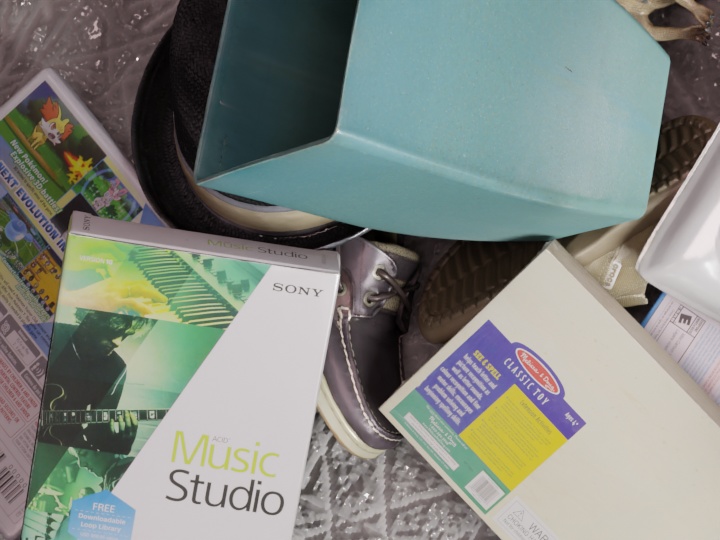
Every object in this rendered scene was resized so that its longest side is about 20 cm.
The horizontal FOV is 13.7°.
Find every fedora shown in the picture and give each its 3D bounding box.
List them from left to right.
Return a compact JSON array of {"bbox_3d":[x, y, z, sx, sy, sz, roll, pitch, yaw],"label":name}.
[{"bbox_3d":[-0.047,-0.106,1.602,0.200,0.092,0.201,-9,54,12],"label":"fedora"}]

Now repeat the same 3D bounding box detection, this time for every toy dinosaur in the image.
[{"bbox_3d":[0.123,-0.156,1.595,0.058,0.200,0.101,-58,38,20],"label":"toy dinosaur"}]

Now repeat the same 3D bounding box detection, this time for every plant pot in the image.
[{"bbox_3d":[0.046,-0.090,1.503,0.200,0.141,0.142,19,73,-29],"label":"plant pot"}]

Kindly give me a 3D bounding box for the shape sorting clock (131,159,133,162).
[{"bbox_3d":[-0.118,0.033,1.662,0.199,0.039,0.201,-2,78,10],"label":"shape sorting clock"}]

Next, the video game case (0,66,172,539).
[{"bbox_3d":[-0.179,0.018,1.651,0.182,0.022,0.200,-42,69,4],"label":"video game case"}]

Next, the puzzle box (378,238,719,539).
[{"bbox_3d":[0.123,0.098,1.560,0.200,0.025,0.133,47,113,1],"label":"puzzle box"}]

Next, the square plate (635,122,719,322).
[{"bbox_3d":[0.274,-0.034,1.538,0.200,0.028,0.198,30,93,-7],"label":"square plate"}]

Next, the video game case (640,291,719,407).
[{"bbox_3d":[0.207,0.119,1.586,0.200,0.018,0.143,35,93,16],"label":"video game case"}]

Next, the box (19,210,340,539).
[{"bbox_3d":[-0.097,0.076,1.576,0.144,0.036,0.201,8,108,-6],"label":"box"}]

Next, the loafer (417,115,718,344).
[{"bbox_3d":[0.121,-0.006,1.601,0.200,0.067,0.076,-29,33,23],"label":"loafer"}]

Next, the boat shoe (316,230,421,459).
[{"bbox_3d":[0.000,0.000,1.627,0.065,0.072,0.201,-19,69,27],"label":"boat shoe"}]
